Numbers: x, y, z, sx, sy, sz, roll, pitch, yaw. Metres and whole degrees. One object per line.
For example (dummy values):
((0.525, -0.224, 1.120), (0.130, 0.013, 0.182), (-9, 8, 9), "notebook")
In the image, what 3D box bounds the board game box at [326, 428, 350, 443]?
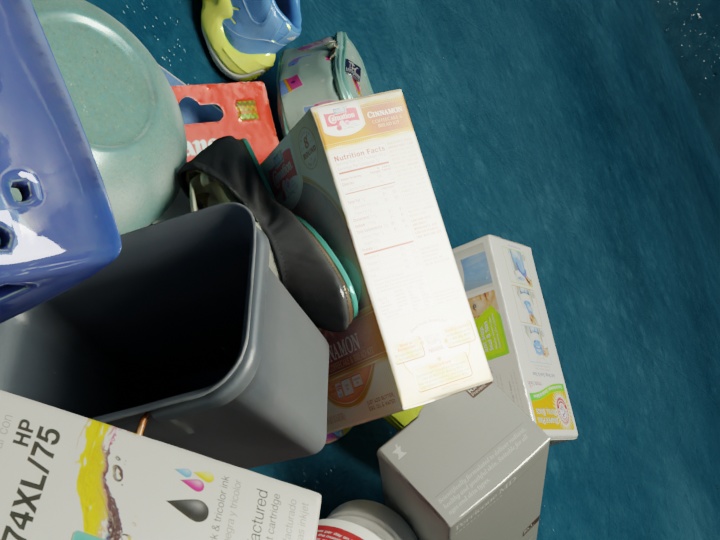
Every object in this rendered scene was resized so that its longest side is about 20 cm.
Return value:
((-0.036, 0.044, 0.958), (0.200, 0.039, 0.159), (49, 41, -31), "board game box")

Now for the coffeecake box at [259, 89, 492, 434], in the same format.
((0.000, 0.000, 0.800), (0.072, 0.153, 0.203), (-14, 82, -24), "coffeecake box")

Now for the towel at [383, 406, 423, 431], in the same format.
((0.043, 0.088, 0.946), (0.200, 0.018, 0.087), (45, 61, -42), "towel")

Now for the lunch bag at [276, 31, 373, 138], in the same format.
((-0.011, -0.110, 1.030), (0.161, 0.076, 0.202), (-85, 157, -61), "lunch bag")

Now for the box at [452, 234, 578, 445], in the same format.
((0.126, 0.083, 1.139), (0.101, 0.111, 0.203), (12, 61, -56), "box")

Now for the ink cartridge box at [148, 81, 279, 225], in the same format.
((-0.100, -0.053, 0.875), (0.161, 0.050, 0.203), (-10, 84, -39), "ink cartridge box")

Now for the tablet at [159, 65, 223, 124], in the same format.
((-0.113, -0.075, 0.959), (0.199, 0.014, 0.132), (33, 45, -43), "tablet")

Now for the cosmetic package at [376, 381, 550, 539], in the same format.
((0.080, 0.178, 0.886), (0.090, 0.106, 0.201), (44, -20, 26), "cosmetic package")

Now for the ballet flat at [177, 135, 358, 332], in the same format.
((-0.073, -0.020, 0.776), (0.073, 0.073, 0.201), (28, 19, -47), "ballet flat")

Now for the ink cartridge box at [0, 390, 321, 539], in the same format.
((-0.142, 0.172, 0.549), (0.197, 0.147, 0.148), (20, 48, -14), "ink cartridge box")

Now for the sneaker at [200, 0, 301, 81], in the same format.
((-0.106, -0.276, 1.010), (0.076, 0.104, 0.203), (-25, 92, -60), "sneaker")

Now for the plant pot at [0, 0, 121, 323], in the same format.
((-0.263, -0.051, 0.532), (0.179, 0.198, 0.203), (-21, 89, -54), "plant pot")

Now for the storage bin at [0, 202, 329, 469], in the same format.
((-0.115, 0.072, 0.696), (0.134, 0.197, 0.147), (46, 35, -46), "storage bin")

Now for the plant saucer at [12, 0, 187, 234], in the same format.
((-0.195, -0.122, 0.790), (0.199, 0.039, 0.204), (24, 51, -33), "plant saucer")

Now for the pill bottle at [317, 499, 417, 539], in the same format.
((-0.031, 0.243, 0.782), (0.113, 0.111, 0.200), (63, 31, -7), "pill bottle")
